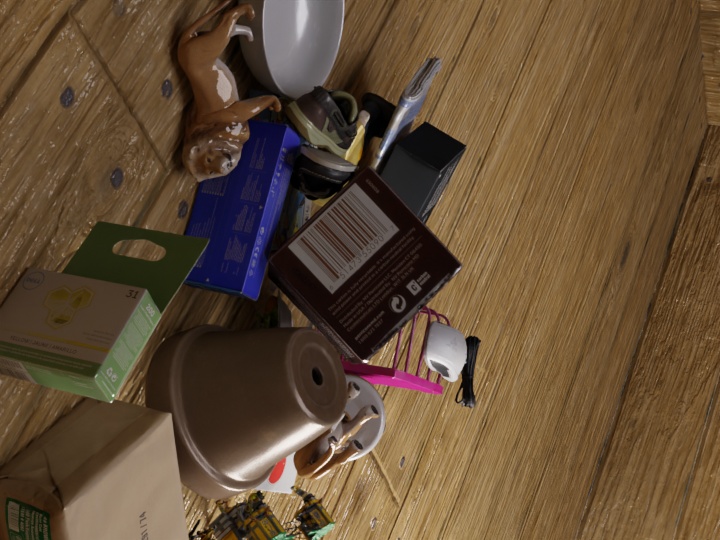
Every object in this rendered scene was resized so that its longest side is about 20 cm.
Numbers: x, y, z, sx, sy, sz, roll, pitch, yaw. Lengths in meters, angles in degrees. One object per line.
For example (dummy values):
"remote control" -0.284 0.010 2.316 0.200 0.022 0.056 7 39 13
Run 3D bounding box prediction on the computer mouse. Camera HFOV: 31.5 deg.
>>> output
"computer mouse" 0.143 0.132 1.896 0.200 0.044 0.110 41 58 -62

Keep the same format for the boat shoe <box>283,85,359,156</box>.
"boat shoe" -0.032 -0.187 1.558 0.072 0.066 0.201 56 14 8

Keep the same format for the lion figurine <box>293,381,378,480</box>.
"lion figurine" -0.045 0.207 1.536 0.122 0.073 0.200 -42 176 17

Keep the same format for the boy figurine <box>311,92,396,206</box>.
"boy figurine" -0.014 -0.161 1.723 0.200 0.064 0.125 -61 175 -44

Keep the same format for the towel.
"towel" 0.053 -0.191 1.772 0.201 0.024 0.147 -66 175 36

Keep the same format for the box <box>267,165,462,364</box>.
"box" 0.000 0.000 1.537 0.166 0.164 0.200 -44 179 -6

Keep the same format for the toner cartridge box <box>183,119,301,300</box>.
"toner cartridge box" -0.141 -0.073 1.470 0.043 0.095 0.201 32 71 -64

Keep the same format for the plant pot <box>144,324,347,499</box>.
"plant pot" -0.114 0.144 1.437 0.200 0.174 0.201 35 45 -45

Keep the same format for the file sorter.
"file sorter" 0.034 0.100 1.866 0.200 0.138 0.126 28 71 -64

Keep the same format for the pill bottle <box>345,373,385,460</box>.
"pill bottle" -0.022 0.199 1.748 0.200 0.114 0.115 83 20 -85

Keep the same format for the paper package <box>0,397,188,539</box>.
"paper package" -0.272 0.260 1.313 0.191 0.103 0.201 -44 139 -52

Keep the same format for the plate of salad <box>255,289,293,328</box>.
"plate of salad" -0.106 0.125 1.631 0.200 0.048 0.201 176 -90 -87

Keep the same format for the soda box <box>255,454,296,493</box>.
"soda box" -0.147 0.239 1.617 0.200 0.063 0.068 28 74 -63

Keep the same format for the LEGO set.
"LEGO set" -0.138 0.313 1.583 0.154 0.116 0.200 -48 158 22

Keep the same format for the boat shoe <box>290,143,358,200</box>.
"boat shoe" -0.051 -0.113 1.519 0.200 0.074 0.061 -141 -107 -77

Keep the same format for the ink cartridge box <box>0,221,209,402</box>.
"ink cartridge box" -0.252 0.022 1.210 0.201 0.145 0.048 -64 150 -31

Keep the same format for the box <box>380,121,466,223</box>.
"box" 0.058 -0.094 1.801 0.201 0.079 0.141 -62 175 27

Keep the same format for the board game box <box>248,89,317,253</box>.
"board game box" -0.102 -0.124 1.603 0.135 0.034 0.201 -13 111 -63

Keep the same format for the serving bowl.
"serving bowl" -0.091 -0.307 1.518 0.200 0.065 0.201 -36 131 -55

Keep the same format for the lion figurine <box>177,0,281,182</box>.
"lion figurine" -0.161 -0.206 1.408 0.122 0.072 0.201 -21 110 -13
